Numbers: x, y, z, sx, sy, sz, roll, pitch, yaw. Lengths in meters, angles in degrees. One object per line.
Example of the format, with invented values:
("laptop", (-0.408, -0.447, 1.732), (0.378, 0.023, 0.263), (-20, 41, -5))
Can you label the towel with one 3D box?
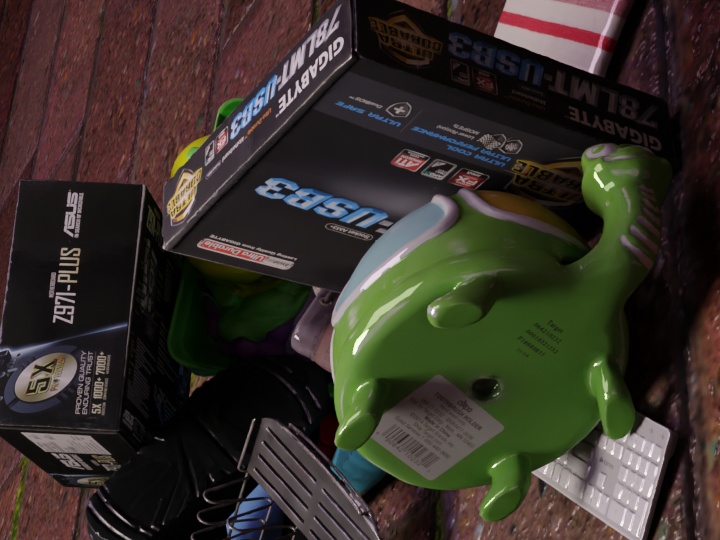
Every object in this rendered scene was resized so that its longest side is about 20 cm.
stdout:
("towel", (0.104, -0.097, 1.127), (0.200, 0.023, 0.144), (-71, 22, 6))

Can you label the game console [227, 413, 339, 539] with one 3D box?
("game console", (-0.070, 0.195, 1.312), (0.200, 0.031, 0.177), (-36, 39, 59))

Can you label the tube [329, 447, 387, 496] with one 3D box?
("tube", (0.016, 0.094, 1.156), (0.200, 0.050, 0.077), (-50, 9, 53))

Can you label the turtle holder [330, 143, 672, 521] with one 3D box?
("turtle holder", (0.061, 0.014, 0.930), (0.132, 0.141, 0.186), (-97, 23, -53))

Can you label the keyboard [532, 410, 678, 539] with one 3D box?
("keyboard", (0.107, 0.085, 0.971), (0.056, 0.011, 0.200), (-70, 20, 3))

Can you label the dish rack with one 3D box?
("dish rack", (-0.055, 0.196, 1.133), (0.153, 0.055, 0.200), (42, 126, 38))

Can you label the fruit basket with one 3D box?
("fruit basket", (-0.057, -0.024, 1.282), (0.216, 0.155, 0.216), (-167, 90, -84))

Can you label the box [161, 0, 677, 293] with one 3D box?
("box", (0.027, -0.050, 0.998), (0.198, 0.200, 0.050), (-40, 43, 45))

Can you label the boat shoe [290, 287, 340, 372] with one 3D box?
("boat shoe", (0.000, 0.000, 1.200), (0.200, 0.065, 0.072), (-73, 9, -56))

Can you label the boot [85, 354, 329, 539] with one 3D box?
("boot", (-0.101, 0.160, 1.251), (0.198, 0.073, 0.163), (-39, -27, -26))

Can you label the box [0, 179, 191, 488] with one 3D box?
("box", (-0.171, 0.049, 1.263), (0.200, 0.086, 0.164), (71, -158, -72))
